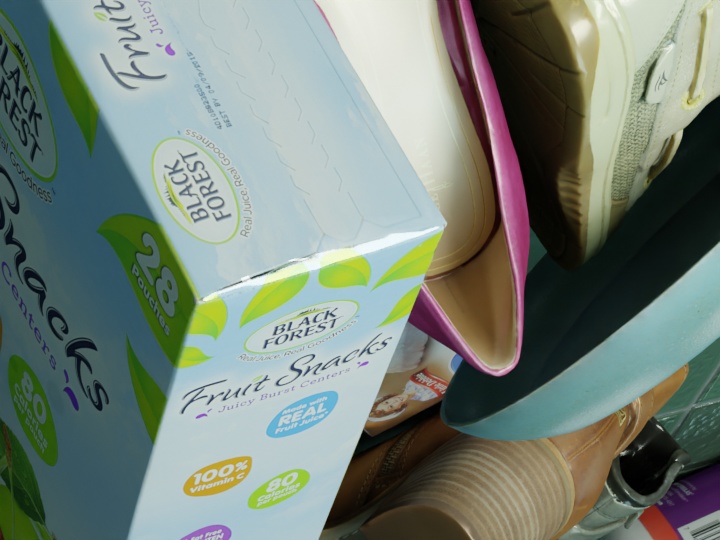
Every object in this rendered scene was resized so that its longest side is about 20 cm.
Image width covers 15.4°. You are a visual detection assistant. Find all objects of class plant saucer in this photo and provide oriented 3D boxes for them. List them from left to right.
[{"bbox_3d":[0.105,-0.014,0.828,0.200,0.027,0.200,-43,-173,6],"label":"plant saucer"}]

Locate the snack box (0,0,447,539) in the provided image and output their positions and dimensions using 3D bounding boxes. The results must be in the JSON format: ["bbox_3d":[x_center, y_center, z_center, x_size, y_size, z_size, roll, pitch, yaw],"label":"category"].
[{"bbox_3d":[-0.064,-0.011,0.660,0.067,0.169,0.200,-17,150,-26],"label":"snack box"}]

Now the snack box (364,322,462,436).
[{"bbox_3d":[0.000,0.000,0.892,0.072,0.024,0.200,-29,153,6],"label":"snack box"}]

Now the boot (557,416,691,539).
[{"bbox_3d":[0.060,0.115,1.053,0.131,0.068,0.200,-42,-179,23],"label":"boot"}]

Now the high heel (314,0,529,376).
[{"bbox_3d":[0.006,-0.058,0.702,0.067,0.096,0.201,-22,142,-10],"label":"high heel"}]

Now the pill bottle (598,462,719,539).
[{"bbox_3d":[0.211,0.126,1.201,0.199,0.113,0.113,-23,153,-8],"label":"pill bottle"}]

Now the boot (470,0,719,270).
[{"bbox_3d":[0.107,-0.081,0.798,0.154,0.072,0.200,-34,165,-9],"label":"boot"}]

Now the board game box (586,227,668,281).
[{"bbox_3d":[0.189,-0.009,0.933,0.199,0.024,0.105,-7,174,24],"label":"board game box"}]

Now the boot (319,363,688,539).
[{"bbox_3d":[0.023,0.086,1.017,0.199,0.074,0.155,-15,-165,43],"label":"boot"}]
